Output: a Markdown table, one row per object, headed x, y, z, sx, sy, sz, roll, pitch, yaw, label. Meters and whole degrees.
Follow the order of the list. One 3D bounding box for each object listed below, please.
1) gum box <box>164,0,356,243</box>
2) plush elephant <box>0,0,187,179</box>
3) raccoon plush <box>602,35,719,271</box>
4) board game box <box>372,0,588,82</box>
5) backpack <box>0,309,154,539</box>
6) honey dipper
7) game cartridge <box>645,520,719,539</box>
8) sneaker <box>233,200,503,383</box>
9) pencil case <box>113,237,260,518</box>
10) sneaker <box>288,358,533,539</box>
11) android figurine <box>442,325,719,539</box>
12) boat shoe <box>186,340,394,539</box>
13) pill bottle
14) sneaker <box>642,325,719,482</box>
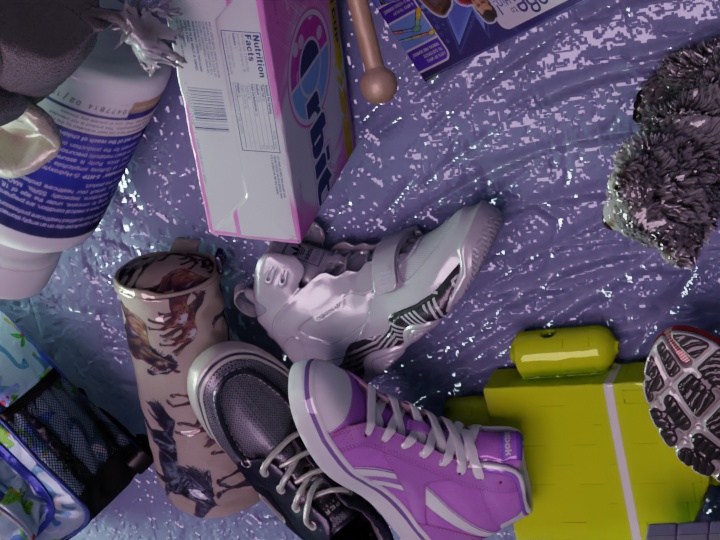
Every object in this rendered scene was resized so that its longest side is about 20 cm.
| x | y | z | sx | sy | sz | roll | pitch | yaw | label |
| --- | --- | --- | --- | --- | --- | --- | --- | --- | --- |
| -0.060 | -0.133 | 1.048 | 0.066 | 0.114 | 0.201 | 6 | 128 | 18 | gum box |
| -0.215 | -0.143 | 0.977 | 0.199 | 0.166 | 0.155 | 19 | 161 | -25 | plush elephant |
| 0.214 | -0.095 | 0.981 | 0.096 | 0.134 | 0.201 | 34 | 121 | 2 | raccoon plush |
| 0.068 | -0.201 | 0.991 | 0.200 | 0.034 | 0.136 | -18 | 109 | 54 | board game box |
| -0.288 | 0.130 | 1.247 | 0.200 | 0.147 | 0.183 | 49 | 131 | -3 | backpack |
| -0.012 | -0.197 | 0.999 | 0.038 | 0.038 | 0.202 | -12 | 93 | 24 | honey dipper |
| 0.274 | 0.223 | 1.126 | 0.129 | 0.039 | 0.200 | -9 | 140 | 18 | game cartridge |
| 0.000 | 0.000 | 1.135 | 0.115 | 0.075 | 0.200 | 41 | 124 | -6 | sneaker |
| -0.117 | 0.081 | 1.210 | 0.077 | 0.089 | 0.201 | 6 | 119 | 29 | pencil case |
| 0.044 | 0.109 | 1.120 | 0.114 | 0.073 | 0.200 | -24 | 132 | 26 | sneaker |
| 0.158 | 0.124 | 1.160 | 0.199 | 0.041 | 0.183 | -6 | 111 | 24 | android figurine |
| -0.041 | 0.134 | 1.168 | 0.075 | 0.093 | 0.200 | -42 | 128 | -6 | boat shoe |
| -0.218 | -0.083 | 1.146 | 0.119 | 0.120 | 0.201 | 32 | 120 | 2 | pill bottle |
| 0.257 | 0.099 | 1.086 | 0.200 | 0.085 | 0.077 | 38 | 118 | -15 | sneaker |
